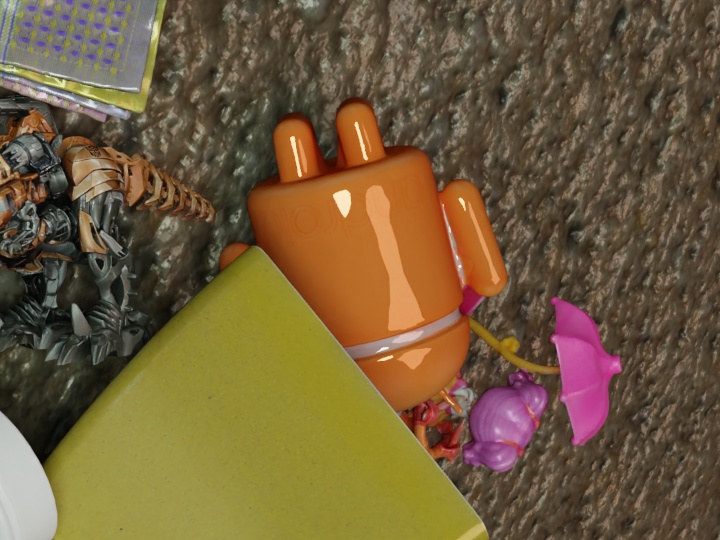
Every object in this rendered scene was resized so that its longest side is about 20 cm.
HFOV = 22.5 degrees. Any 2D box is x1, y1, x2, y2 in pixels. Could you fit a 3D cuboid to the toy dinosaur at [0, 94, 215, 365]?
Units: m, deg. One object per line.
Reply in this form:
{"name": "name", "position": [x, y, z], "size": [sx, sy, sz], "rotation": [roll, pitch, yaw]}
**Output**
{"name": "toy dinosaur", "position": [-0.155, -0.024, 0.944], "size": [0.199, 0.102, 0.136], "rotation": [-4, 95, -25]}

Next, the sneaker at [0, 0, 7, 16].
{"name": "sneaker", "position": [-0.181, -0.173, 0.865], "size": [0.200, 0.078, 0.086], "rotation": [-46, 114, -20]}

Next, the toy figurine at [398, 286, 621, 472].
{"name": "toy figurine", "position": [0.071, 0.067, 1.167], "size": [0.200, 0.184, 0.150], "rotation": [-52, 139, -17]}

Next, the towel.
{"name": "towel", "position": [-0.174, -0.163, 0.817], "size": [0.199, 0.023, 0.144], "rotation": [19, 82, -21]}

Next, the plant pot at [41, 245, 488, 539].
{"name": "plant pot", "position": [-0.076, 0.144, 0.989], "size": [0.176, 0.200, 0.200], "rotation": [-35, 166, -22]}

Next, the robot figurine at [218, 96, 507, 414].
{"name": "robot figurine", "position": [-0.002, 0.000, 1.083], "size": [0.144, 0.116, 0.201], "rotation": [-22, 102, -36]}

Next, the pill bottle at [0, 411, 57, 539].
{"name": "pill bottle", "position": [-0.246, 0.142, 0.842], "size": [0.200, 0.119, 0.120], "rotation": [-34, 131, -36]}
